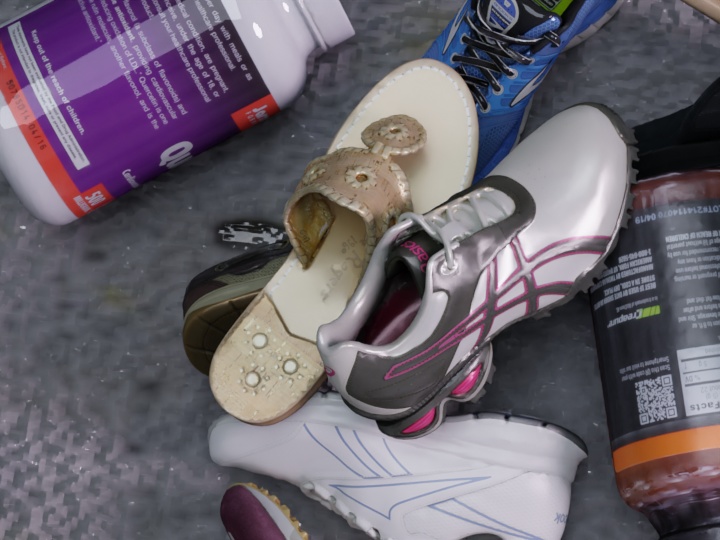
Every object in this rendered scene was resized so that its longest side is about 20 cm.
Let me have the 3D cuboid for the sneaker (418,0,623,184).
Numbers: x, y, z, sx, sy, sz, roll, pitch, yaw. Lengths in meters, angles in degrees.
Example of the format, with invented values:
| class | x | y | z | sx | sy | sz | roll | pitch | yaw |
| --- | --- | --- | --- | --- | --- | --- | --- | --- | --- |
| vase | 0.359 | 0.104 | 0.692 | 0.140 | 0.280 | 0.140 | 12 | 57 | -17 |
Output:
| class | x | y | z | sx | sy | sz | roll | pitch | yaw |
| --- | --- | --- | --- | --- | --- | --- | --- | --- | --- |
| sneaker | 0.069 | -0.120 | 1.368 | 0.078 | 0.089 | 0.200 | 34 | 84 | 15 |

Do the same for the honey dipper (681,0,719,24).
| class | x | y | z | sx | sy | sz | roll | pitch | yaw |
| --- | --- | --- | --- | --- | --- | --- | --- | --- | --- |
| honey dipper | 0.198 | -0.130 | 1.339 | 0.200 | 0.038 | 0.038 | 30 | 83 | -10 |

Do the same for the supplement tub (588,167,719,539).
| class | x | y | z | sx | sy | sz | roll | pitch | yaw |
| --- | --- | --- | --- | --- | --- | --- | --- | --- | --- |
| supplement tub | 0.174 | 0.056 | 1.305 | 0.107 | 0.107 | 0.201 | -8 | 77 | 7 |

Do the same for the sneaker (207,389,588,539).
| class | x | y | z | sx | sy | sz | roll | pitch | yaw |
| --- | --- | --- | --- | --- | --- | --- | --- | --- | --- |
| sneaker | 0.015 | 0.109 | 1.337 | 0.199 | 0.075 | 0.087 | 7 | 84 | 11 |

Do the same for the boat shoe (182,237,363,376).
| class | x | y | z | sx | sy | sz | roll | pitch | yaw |
| --- | --- | --- | --- | --- | --- | --- | --- | --- | --- |
| boat shoe | 0.000 | 0.000 | 1.362 | 0.199 | 0.073 | 0.065 | -11 | 41 | -5 |

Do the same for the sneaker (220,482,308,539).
| class | x | y | z | sx | sy | sz | roll | pitch | yaw |
| --- | --- | --- | --- | --- | --- | --- | --- | --- | --- |
| sneaker | -0.038 | 0.207 | 1.320 | 0.090 | 0.075 | 0.200 | -29 | 74 | -4 |

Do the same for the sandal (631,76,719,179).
| class | x | y | z | sx | sy | sz | roll | pitch | yaw |
| --- | --- | --- | --- | --- | --- | --- | --- | --- | --- |
| sandal | 0.193 | -0.088 | 1.309 | 0.200 | 0.075 | 0.048 | -19 | 106 | 35 |

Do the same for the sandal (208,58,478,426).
| class | x | y | z | sx | sy | sz | roll | pitch | yaw |
| --- | --- | --- | --- | --- | --- | --- | --- | --- | --- |
| sandal | -0.007 | -0.017 | 1.286 | 0.078 | 0.070 | 0.212 | 32 | 86 | 9 |

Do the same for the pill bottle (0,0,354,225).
| class | x | y | z | sx | sy | sz | roll | pitch | yaw |
| --- | --- | --- | --- | --- | --- | --- | --- | --- | --- |
| pill bottle | -0.108 | -0.114 | 1.381 | 0.200 | 0.112 | 0.113 | -27 | 75 | 2 |

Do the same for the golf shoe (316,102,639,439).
| class | x | y | z | sx | sy | sz | roll | pitch | yaw |
| --- | --- | --- | --- | --- | --- | --- | --- | --- | --- |
| golf shoe | 0.060 | -0.008 | 1.267 | 0.077 | 0.088 | 0.200 | 37 | 86 | 36 |
